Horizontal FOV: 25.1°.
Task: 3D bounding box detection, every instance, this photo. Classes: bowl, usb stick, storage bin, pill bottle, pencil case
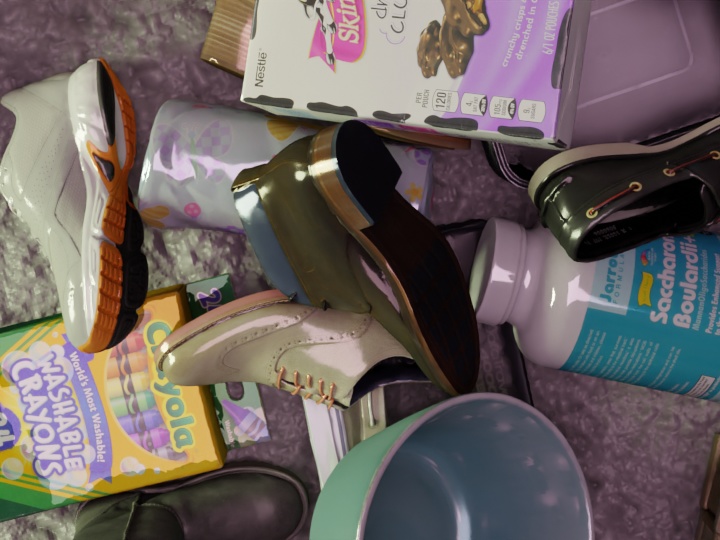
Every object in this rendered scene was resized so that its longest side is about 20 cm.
[{"bbox_3d":[0.046,0.178,1.041,0.200,0.105,0.202,2,86,-37],"label":"bowl"},{"bbox_3d":[0.087,0.064,1.120,0.055,0.033,0.201,-14,96,-6],"label":"usb stick"},{"bbox_3d":[0.168,-0.144,1.068,0.199,0.094,0.136,-19,96,2],"label":"storage bin"},{"bbox_3d":[0.175,0.019,1.069,0.199,0.111,0.112,11,96,-7],"label":"pill bottle"},{"bbox_3d":[-0.049,-0.054,1.076,0.199,0.083,0.091,10,103,2],"label":"pencil case"}]

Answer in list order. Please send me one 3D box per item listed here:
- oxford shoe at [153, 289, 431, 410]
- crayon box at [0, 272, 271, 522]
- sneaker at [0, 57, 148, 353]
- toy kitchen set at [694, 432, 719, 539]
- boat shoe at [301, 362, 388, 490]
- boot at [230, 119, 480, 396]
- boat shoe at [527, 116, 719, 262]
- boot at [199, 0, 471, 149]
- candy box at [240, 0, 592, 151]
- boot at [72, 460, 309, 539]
[{"bbox_3d":[-0.034,0.055,1.059,0.199,0.071,0.074,-11,65,-8],"label":"oxford shoe"},{"bbox_3d":[-0.172,0.087,1.111,0.199,0.052,0.127,-14,96,1],"label":"crayon box"},{"bbox_3d":[-0.197,-0.038,1.076,0.091,0.076,0.201,-10,69,13],"label":"sneaker"},{"bbox_3d":[0.189,0.212,1.071,0.179,0.163,0.201,11,96,-2],"label":"toy kitchen set"},{"bbox_3d":[0.006,0.148,1.109,0.062,0.072,0.201,-13,93,2],"label":"boat shoe"},{"bbox_3d":[0.000,0.000,1.024,0.096,0.075,0.201,-12,117,35],"label":"boot"},{"bbox_3d":[0.206,-0.052,1.014,0.200,0.074,0.063,-13,56,-18],"label":"boat shoe"},{"bbox_3d":[0.006,-0.176,1.082,0.199,0.077,0.156,24,92,4],"label":"boot"},{"bbox_3d":[0.039,-0.170,0.989,0.199,0.072,0.169,8,92,16],"label":"candy box"},{"bbox_3d":[-0.124,0.189,1.047,0.181,0.200,0.073,-11,97,1],"label":"boot"}]
